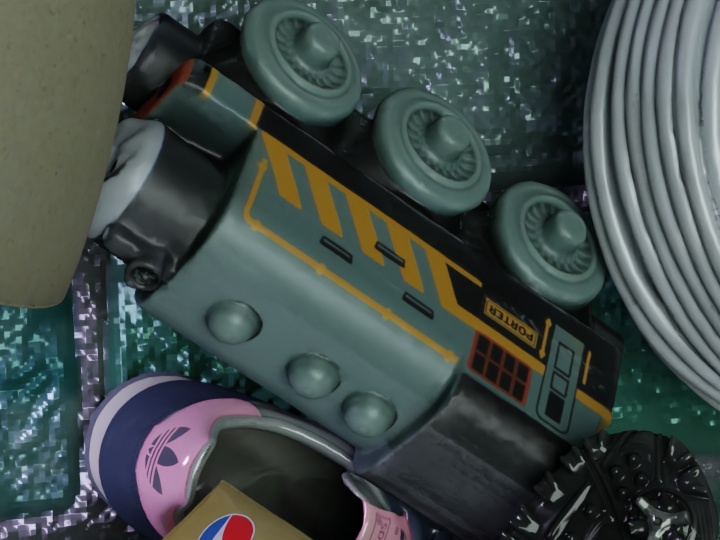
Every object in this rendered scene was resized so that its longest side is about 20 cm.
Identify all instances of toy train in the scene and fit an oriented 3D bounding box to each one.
[{"bbox_3d":[0.000,0.000,0.808,0.200,0.085,0.114,35,41,-19],"label":"toy train"}]

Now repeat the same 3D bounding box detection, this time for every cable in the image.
[{"bbox_3d":[0.163,-0.045,0.865,0.200,0.069,0.200,50,60,-24],"label":"cable"}]

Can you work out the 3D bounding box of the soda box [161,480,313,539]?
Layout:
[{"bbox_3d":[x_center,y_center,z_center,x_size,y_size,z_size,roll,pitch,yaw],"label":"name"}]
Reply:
[{"bbox_3d":[-0.007,0.161,0.798,0.064,0.068,0.200,-44,131,-18],"label":"soda box"}]

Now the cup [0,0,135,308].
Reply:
[{"bbox_3d":[-0.138,-0.099,0.698,0.200,0.200,0.144,27,96,-20],"label":"cup"}]

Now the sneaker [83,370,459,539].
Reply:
[{"bbox_3d":[0.007,0.093,0.842,0.199,0.082,0.070,19,89,-20],"label":"sneaker"}]

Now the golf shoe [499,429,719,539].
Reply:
[{"bbox_3d":[0.078,0.145,0.795,0.077,0.094,0.201,11,96,23],"label":"golf shoe"}]
